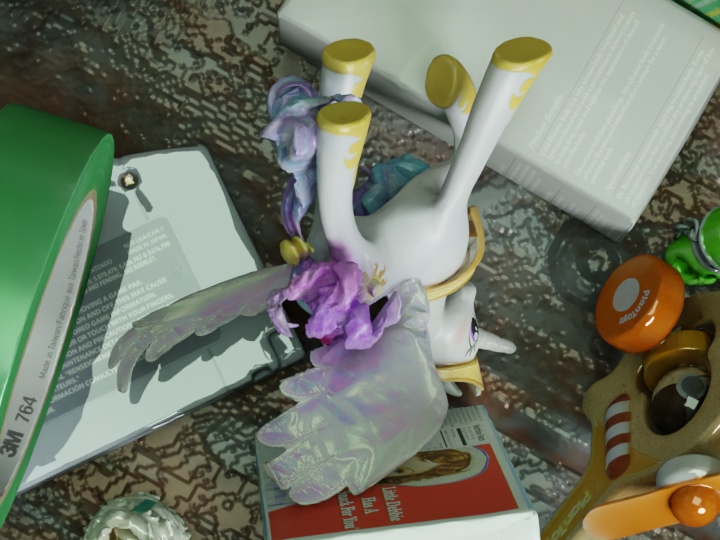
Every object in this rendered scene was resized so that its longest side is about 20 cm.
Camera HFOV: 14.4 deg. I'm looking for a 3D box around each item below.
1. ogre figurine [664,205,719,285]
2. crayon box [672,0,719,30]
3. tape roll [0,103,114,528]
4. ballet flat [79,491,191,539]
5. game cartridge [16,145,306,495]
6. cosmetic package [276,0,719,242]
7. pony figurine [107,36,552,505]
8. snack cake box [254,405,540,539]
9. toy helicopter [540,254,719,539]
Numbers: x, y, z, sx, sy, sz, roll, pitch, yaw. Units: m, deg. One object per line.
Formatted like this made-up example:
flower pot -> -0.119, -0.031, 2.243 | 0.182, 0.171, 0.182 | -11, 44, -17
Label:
ogre figurine -> 0.252, -0.035, 1.343 | 0.200, 0.120, 0.098 | 5, 84, -2
crayon box -> 0.133, -0.171, 1.325 | 0.200, 0.126, 0.052 | 37, 84, -6
tape roll -> -0.160, 0.028, 1.248 | 0.048, 0.200, 0.201 | 17, 84, 1
ballet flat -> -0.129, 0.201, 1.336 | 0.072, 0.072, 0.200 | 12, 85, -1
game cartridge -> -0.143, 0.025, 1.367 | 0.200, 0.040, 0.133 | -25, 89, -4
cosmetic package -> 0.068, -0.109, 1.363 | 0.200, 0.090, 0.107 | 32, 85, 4
pony figurine -> 0.000, 0.000, 1.280 | 0.193, 0.200, 0.167 | -21, 41, -32
snack cake box -> 0.014, 0.119, 1.276 | 0.115, 0.200, 0.067 | -6, 101, -2
toy helicopter -> 0.129, 0.100, 1.332 | 0.079, 0.132, 0.200 | 30, 103, -30
